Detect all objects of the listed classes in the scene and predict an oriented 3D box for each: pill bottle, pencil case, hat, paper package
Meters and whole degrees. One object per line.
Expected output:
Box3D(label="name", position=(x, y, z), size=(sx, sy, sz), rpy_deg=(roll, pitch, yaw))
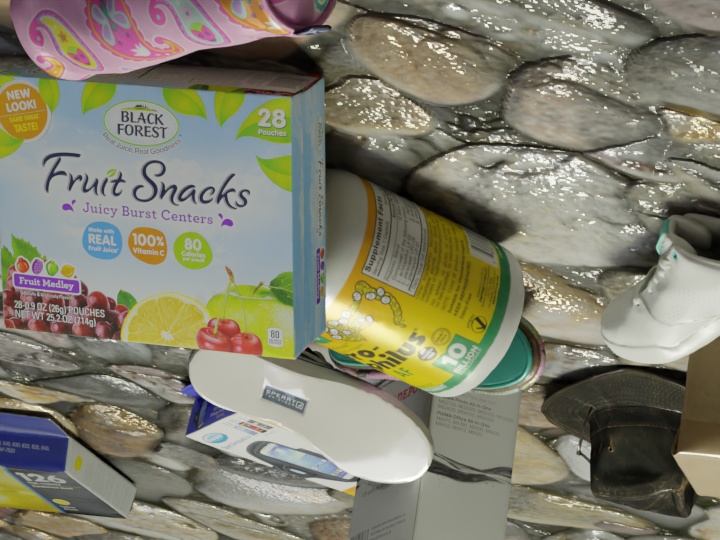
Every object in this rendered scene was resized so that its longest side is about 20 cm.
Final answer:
Box3D(label="pill bottle", position=(0.000, 0.000, 1.649), size=(0.200, 0.113, 0.113), rpy_deg=(25, 156, -29))
Box3D(label="pencil case", position=(-0.098, -0.154, 1.355), size=(0.200, 0.088, 0.087), rpy_deg=(-7, 152, 39))
Box3D(label="hat", position=(0.227, 0.148, 1.938), size=(0.200, 0.081, 0.201), rpy_deg=(12, 158, 5))
Box3D(label="paper package", position=(0.325, 0.106, 1.710), size=(0.200, 0.104, 0.191), rpy_deg=(6, 167, 14))

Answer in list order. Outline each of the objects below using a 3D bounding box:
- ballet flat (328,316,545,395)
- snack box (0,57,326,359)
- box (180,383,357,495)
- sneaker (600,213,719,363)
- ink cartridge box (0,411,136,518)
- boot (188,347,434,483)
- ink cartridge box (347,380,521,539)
Box3D(label="ballet flat", position=(0.067, 0.056, 1.837), size=(0.200, 0.069, 0.071), rpy_deg=(1, 174, 39))
Box3D(label="snack box", position=(-0.124, -0.042, 1.544), size=(0.200, 0.169, 0.068), rpy_deg=(6, -162, 17))
Box3D(label="box", position=(-0.058, 0.141, 2.148), size=(0.200, 0.042, 0.119), rpy_deg=(19, 159, -21))
Box3D(label="sneaker", position=(0.214, 0.001, 1.610), size=(0.088, 0.075, 0.200), rpy_deg=(41, 148, -21))
Box3D(label="ink cartridge box", position=(-0.348, 0.187, 2.434), size=(0.197, 0.047, 0.200), rpy_deg=(4, 160, 24))
Box3D(label="boot", position=(-0.031, 0.090, 1.914), size=(0.200, 0.073, 0.090), rpy_deg=(27, -158, 0))
Box3D(label="ink cartridge box", position=(0.054, 0.183, 1.969), size=(0.083, 0.200, 0.145), rpy_deg=(15, 160, -18))
